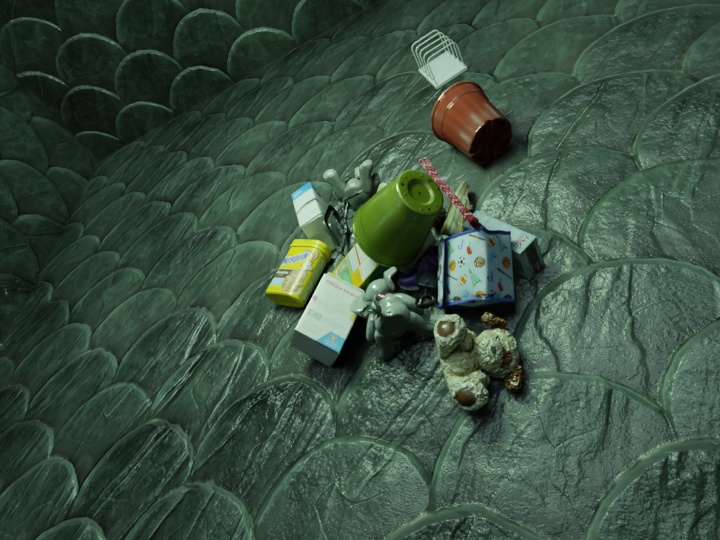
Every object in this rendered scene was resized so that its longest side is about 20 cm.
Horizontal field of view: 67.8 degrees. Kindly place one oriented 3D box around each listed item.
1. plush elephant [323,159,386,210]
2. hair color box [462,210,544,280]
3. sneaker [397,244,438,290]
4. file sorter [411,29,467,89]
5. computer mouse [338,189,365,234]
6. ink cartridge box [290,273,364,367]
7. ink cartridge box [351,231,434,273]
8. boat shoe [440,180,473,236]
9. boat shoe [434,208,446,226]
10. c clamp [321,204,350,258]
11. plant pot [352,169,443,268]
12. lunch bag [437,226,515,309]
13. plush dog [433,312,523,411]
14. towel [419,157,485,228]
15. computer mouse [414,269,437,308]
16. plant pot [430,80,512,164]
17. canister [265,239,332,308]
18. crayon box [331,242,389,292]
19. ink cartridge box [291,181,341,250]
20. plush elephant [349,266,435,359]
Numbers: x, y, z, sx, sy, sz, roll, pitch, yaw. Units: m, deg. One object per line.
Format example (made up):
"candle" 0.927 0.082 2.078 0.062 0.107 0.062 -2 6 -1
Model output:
"plush elephant" 0.002 -0.264 1.719 0.162 0.202 0.155 -17 20 19
"hair color box" 0.349 -0.065 1.320 0.061 0.099 0.200 -42 40 -9
"sneaker" 0.179 -0.025 1.418 0.198 0.084 0.081 -34 39 5
"file sorter" 0.296 -0.820 2.061 0.137 0.125 0.201 -30 40 6
"computer mouse" 0.021 -0.187 1.586 0.198 0.046 0.142 -25 49 31
"ink cartridge box" -0.079 0.121 1.397 0.127 0.126 0.202 28 61 0
"ink cartridge box" 0.094 -0.097 1.548 0.147 0.083 0.199 -47 41 -14
"boat shoe" 0.281 -0.169 1.504 0.064 0.073 0.202 21 54 5
"boat shoe" 0.186 -0.187 1.574 0.068 0.071 0.201 -57 25 17
"c clamp" -0.067 -0.113 1.652 0.027 0.171 0.201 -30 26 19
"plant pot" 0.107 -0.140 1.333 0.193 0.198 0.203 -49 19 52
"lunch bag" 0.251 0.001 1.265 0.199 0.122 0.173 -14 72 58
"plush dog" 0.257 0.188 1.143 0.169 0.161 0.203 -16 70 3
"towel" 0.219 -0.172 1.251 0.022 0.144 0.201 -39 71 13
"computer mouse" 0.160 0.039 1.300 0.058 0.035 0.200 16 23 3
"plant pot" 0.344 -0.434 1.621 0.199 0.201 0.196 -34 48 3
"canister" -0.191 0.009 1.652 0.147 0.087 0.202 3 56 38
"crayon box" 0.000 0.000 1.485 0.200 0.051 0.127 -48 43 36
"ink cartridge box" -0.142 -0.169 1.739 0.083 0.145 0.201 -31 40 8
"plush elephant" 0.065 0.090 1.314 0.164 0.200 0.156 -33 36 15
